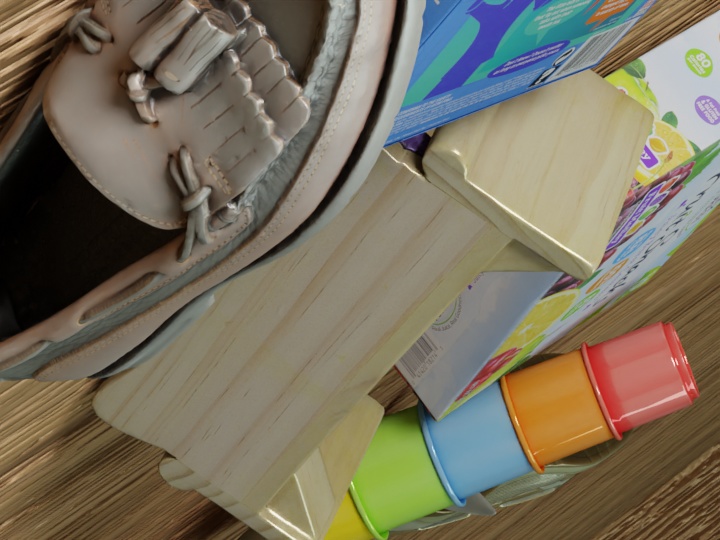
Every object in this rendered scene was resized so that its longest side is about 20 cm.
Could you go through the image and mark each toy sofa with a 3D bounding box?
[{"bbox_3d":[0.000,0.000,0.867,0.200,0.097,0.083,-50,-171,43],"label":"toy sofa"}]

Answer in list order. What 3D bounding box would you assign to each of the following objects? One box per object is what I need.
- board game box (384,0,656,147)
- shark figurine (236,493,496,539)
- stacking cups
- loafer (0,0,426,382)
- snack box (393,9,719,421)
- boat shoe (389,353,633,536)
[{"bbox_3d":[0.069,-0.116,0.677,0.152,0.045,0.200,-24,161,-51],"label":"board game box"},{"bbox_3d":[-0.024,0.156,1.306,0.128,0.090,0.214,-19,-169,31],"label":"shark figurine"},{"bbox_3d":[0.056,0.080,1.185,0.199,0.061,0.060,-19,171,9],"label":"stacking cups"},{"bbox_3d":[-0.052,-0.024,0.610,0.063,0.072,0.200,-21,163,-37],"label":"loafer"},{"bbox_3d":[0.101,-0.027,1.102,0.142,0.053,0.200,-33,168,-32],"label":"snack box"},{"bbox_3d":[0.077,0.103,1.499,0.200,0.073,0.063,-23,168,-44],"label":"boat shoe"}]
